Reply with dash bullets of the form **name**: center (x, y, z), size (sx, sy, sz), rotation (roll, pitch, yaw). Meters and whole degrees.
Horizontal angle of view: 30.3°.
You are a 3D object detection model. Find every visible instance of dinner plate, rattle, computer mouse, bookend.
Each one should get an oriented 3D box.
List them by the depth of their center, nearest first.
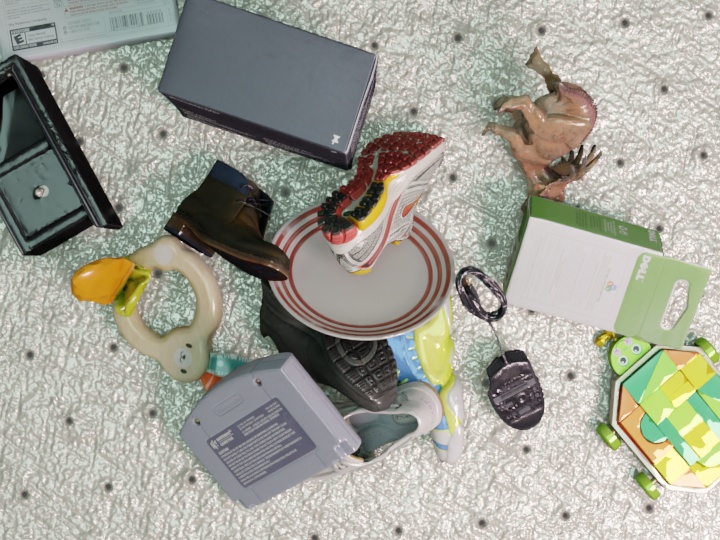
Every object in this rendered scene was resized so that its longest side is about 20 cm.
- **rattle**: center (-0.196, 0.069, 1.381), size (0.129, 0.143, 0.202), rotation (-26, 89, 1)
- **dinner plate**: center (0.000, 0.000, 1.388), size (0.197, 0.024, 0.202), rotation (3, 49, -3)
- **bookend**: center (-0.390, -0.088, 1.404), size (0.198, 0.092, 0.201), rotation (-28, 90, 1)
- **computer mouse**: center (0.145, 0.082, 1.410), size (0.058, 0.034, 0.202), rotation (-23, 109, -4)

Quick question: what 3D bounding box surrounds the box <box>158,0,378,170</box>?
- **box**: center (-0.088, -0.188, 1.360), size (0.197, 0.182, 0.106), rotation (18, 90, -1)

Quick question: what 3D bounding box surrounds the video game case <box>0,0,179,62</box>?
- **video game case**: center (-0.305, -0.330, 1.441), size (0.197, 0.022, 0.185), rotation (-10, 90, 1)

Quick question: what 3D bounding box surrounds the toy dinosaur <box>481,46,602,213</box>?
- **toy dinosaur**: center (0.205, -0.144, 1.379), size (0.135, 0.200, 0.086), rotation (32, 60, -1)

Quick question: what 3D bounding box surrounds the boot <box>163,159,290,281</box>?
- **boot**: center (-0.123, -0.056, 1.372), size (0.075, 0.199, 0.098), rotation (37, 79, -43)

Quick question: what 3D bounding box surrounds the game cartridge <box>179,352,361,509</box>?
- **game cartridge**: center (-0.101, 0.164, 1.370), size (0.133, 0.041, 0.199), rotation (49, 133, -8)

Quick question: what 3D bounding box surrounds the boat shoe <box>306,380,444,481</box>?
- **boat shoe**: center (-0.009, 0.173, 1.383), size (0.199, 0.069, 0.071), rotation (-29, 92, 28)

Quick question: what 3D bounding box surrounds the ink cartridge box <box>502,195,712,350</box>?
- **ink cartridge box**: center (0.258, 0.003, 1.403), size (0.197, 0.059, 0.105), rotation (15, 117, 1)

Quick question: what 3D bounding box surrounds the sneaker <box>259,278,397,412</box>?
- **sneaker**: center (-0.035, 0.084, 1.388), size (0.200, 0.075, 0.092), rotation (45, 135, 31)

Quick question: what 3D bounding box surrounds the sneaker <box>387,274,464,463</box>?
- **sneaker**: center (0.054, 0.108, 1.418), size (0.103, 0.076, 0.203), rotation (-7, 83, 3)

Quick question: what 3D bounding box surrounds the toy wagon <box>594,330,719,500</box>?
- **toy wagon**: center (0.328, 0.142, 1.431), size (0.155, 0.040, 0.201), rotation (-40, 90, 0)

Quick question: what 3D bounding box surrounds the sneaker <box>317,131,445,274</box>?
- **sneaker**: center (0.026, -0.076, 1.393), size (0.077, 0.083, 0.200), rotation (14, 49, 36)
